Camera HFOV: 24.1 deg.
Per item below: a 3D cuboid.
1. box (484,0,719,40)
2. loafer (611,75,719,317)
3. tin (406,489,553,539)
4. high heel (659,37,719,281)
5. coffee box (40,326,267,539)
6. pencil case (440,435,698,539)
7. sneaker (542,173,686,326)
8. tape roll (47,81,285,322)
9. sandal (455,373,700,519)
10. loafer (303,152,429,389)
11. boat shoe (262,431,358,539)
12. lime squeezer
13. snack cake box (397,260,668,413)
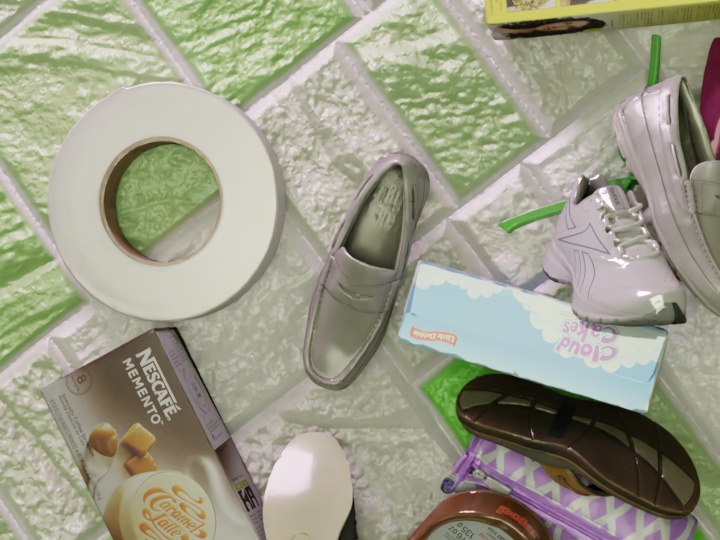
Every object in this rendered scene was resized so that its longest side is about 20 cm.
[{"bbox_3d":[0.199,-0.221,1.341,0.199,0.075,0.050,-5,87,10],"label":"box"},{"bbox_3d":[0.253,-0.056,1.268,0.070,0.070,0.201,-36,63,32],"label":"loafer"},{"bbox_3d":[0.072,0.257,1.337,0.112,0.042,0.200,41,121,7],"label":"tin"},{"bbox_3d":[0.270,-0.084,1.346,0.096,0.067,0.200,40,97,30],"label":"high heel"},{"bbox_3d":[-0.163,0.159,1.392,0.114,0.080,0.201,-27,86,8],"label":"coffee box"},{"bbox_3d":[0.167,0.183,1.337,0.199,0.085,0.084,27,102,8],"label":"pencil case"},{"bbox_3d":[0.187,-0.014,1.260,0.074,0.200,0.088,0,109,-17],"label":"sneaker"},{"bbox_3d":[-0.162,-0.058,1.416,0.201,0.037,0.204,0,90,9],"label":"tape roll"},{"bbox_3d":[0.164,0.141,1.293,0.199,0.082,0.055,17,133,18],"label":"sandal"},{"bbox_3d":[0.000,0.000,1.364,0.070,0.070,0.201,18,92,9],"label":"loafer"},{"bbox_3d":[-0.036,0.227,1.354,0.073,0.063,0.202,-9,56,6],"label":"boat shoe"},{"bbox_3d":[0.202,-0.092,1.365,0.200,0.038,0.071,-52,51,6],"label":"lime squeezer"},{"bbox_3d":[0.137,0.051,1.327,0.199,0.115,0.068,16,90,9],"label":"snack cake box"}]
